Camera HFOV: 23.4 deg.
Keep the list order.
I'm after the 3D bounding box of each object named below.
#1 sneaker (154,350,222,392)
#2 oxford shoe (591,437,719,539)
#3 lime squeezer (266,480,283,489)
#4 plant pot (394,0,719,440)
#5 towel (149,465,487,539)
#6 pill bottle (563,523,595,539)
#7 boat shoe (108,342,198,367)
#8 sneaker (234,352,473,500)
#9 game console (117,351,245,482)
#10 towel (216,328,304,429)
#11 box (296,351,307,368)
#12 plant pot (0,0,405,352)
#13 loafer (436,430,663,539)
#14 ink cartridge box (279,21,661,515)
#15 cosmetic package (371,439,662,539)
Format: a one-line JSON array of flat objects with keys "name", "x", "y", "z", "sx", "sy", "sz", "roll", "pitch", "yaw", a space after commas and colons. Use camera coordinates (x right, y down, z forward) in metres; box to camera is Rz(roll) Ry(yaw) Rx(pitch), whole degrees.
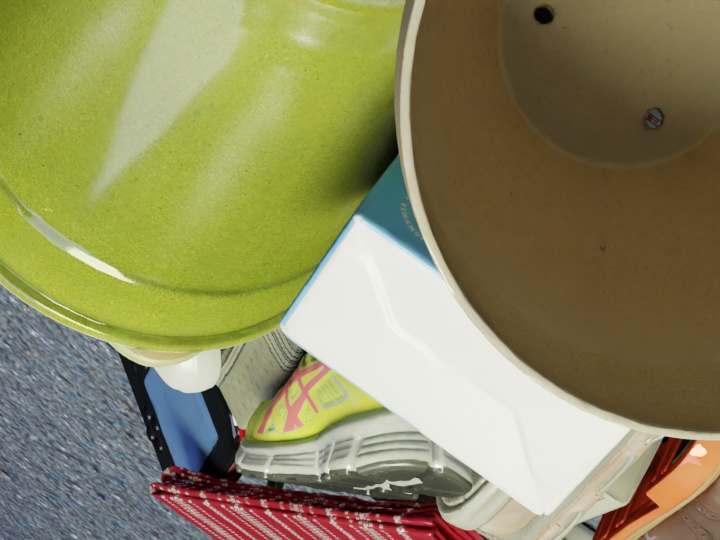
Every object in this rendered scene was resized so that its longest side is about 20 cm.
[{"name": "sneaker", "x": -0.145, "y": -0.015, "z": 0.876, "sx": 0.201, "sy": 0.084, "sz": 0.073, "roll": 58, "pitch": 151, "yaw": 13}, {"name": "oxford shoe", "x": 0.168, "y": 0.125, "z": 0.877, "sx": 0.072, "sy": 0.071, "sz": 0.200, "roll": 28, "pitch": 154, "yaw": 1}, {"name": "lime squeezer", "x": -0.060, "y": 0.073, "z": 1.067, "sx": 0.038, "sy": 0.070, "sz": 0.201, "roll": 29, "pitch": 136, "yaw": 52}, {"name": "plant pot", "x": 0.100, "y": -0.066, "z": 0.538, "sx": 0.200, "sy": 0.200, "sz": 0.135, "roll": 43, "pitch": -174, "yaw": -16}, {"name": "towel", "x": -0.005, "y": 0.155, "z": 0.984, "sx": 0.199, "sy": 0.023, "sz": 0.145, "roll": 3, "pitch": 152, "yaw": 34}, {"name": "pill bottle", "x": 0.075, "y": 0.247, "z": 1.038, "sx": 0.112, "sy": 0.200, "sz": 0.113, "roll": 27, "pitch": 153, "yaw": 15}, {"name": "boat shoe", "x": -0.116, "y": -0.053, "z": 0.804, "sx": 0.063, "sy": 0.073, "sz": 0.202, "roll": -22, "pitch": 85, "yaw": 69}, {"name": "sneaker", "x": 0.002, "y": 0.054, "z": 0.771, "sx": 0.078, "sy": 0.091, "sz": 0.200, "roll": 10, "pitch": 169, "yaw": -22}, {"name": "game console", "x": -0.113, "y": 0.048, "z": 1.035, "sx": 0.178, "sy": 0.031, "sz": 0.200, "roll": 63, "pitch": 157, "yaw": 13}, {"name": "towel", "x": -0.070, "y": -0.037, "z": 0.848, "sx": 0.193, "sy": 0.034, "sz": 0.200, "roll": 59, "pitch": 153, "yaw": 13}, {"name": "box", "x": 0.000, "y": 0.000, "z": 0.831, "sx": 0.200, "sy": 0.036, "sz": 0.144, "roll": -18, "pitch": 91, "yaw": 57}, {"name": "plant pot", "x": -0.048, "y": -0.099, "z": 0.646, "sx": 0.200, "sy": 0.201, "sz": 0.193, "roll": 38, "pitch": 143, "yaw": -6}, {"name": "loafer", "x": 0.115, "y": 0.055, "z": 0.770, "sx": 0.063, "sy": 0.072, "sz": 0.200, "roll": 31, "pitch": 124, "yaw": -20}, {"name": "ink cartridge box", "x": 0.068, "y": -0.020, "z": 0.645, "sx": 0.115, "sy": 0.200, "sz": 0.067, "roll": 34, "pitch": 132, "yaw": 1}, {"name": "cosmetic package", "x": 0.072, "y": 0.087, "z": 0.922, "sx": 0.105, "sy": 0.071, "sz": 0.200, "roll": 38, "pitch": 154, "yaw": -7}]
